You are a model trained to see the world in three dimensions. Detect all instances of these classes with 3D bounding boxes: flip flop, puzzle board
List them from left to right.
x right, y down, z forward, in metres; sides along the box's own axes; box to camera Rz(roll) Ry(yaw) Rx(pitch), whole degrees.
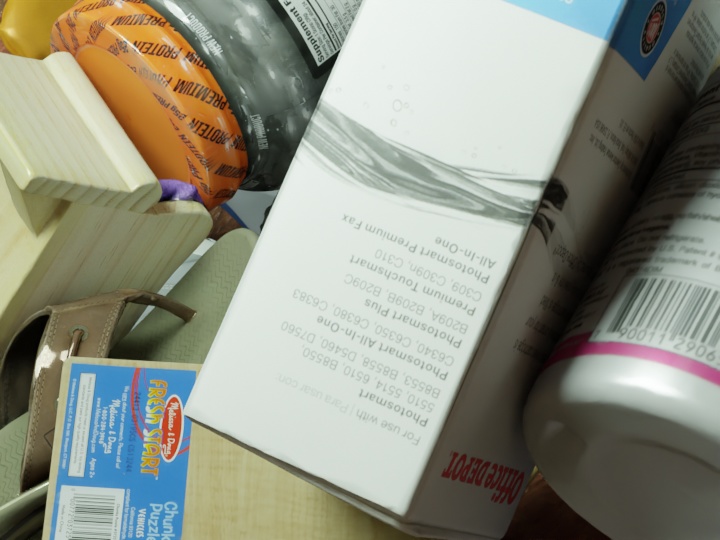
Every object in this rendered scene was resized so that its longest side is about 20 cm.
[{"bbox_3d":[-0.115,0.048,0.985,0.200,0.058,0.081,-34,28,-2],"label":"flip flop"},{"bbox_3d":[-0.034,0.118,0.899,0.151,0.017,0.200,3,53,-1],"label":"puzzle board"}]

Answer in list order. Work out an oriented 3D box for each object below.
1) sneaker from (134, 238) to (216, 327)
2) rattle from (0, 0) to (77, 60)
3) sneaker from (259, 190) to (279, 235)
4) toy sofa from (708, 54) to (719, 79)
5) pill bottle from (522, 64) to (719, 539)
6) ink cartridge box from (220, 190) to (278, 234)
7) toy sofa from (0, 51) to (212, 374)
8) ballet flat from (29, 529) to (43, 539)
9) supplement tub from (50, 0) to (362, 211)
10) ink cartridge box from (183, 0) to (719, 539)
[{"bbox_3d":[-0.119,0.074,1.161,0.200,0.075,0.116,-43,31,2],"label":"sneaker"},{"bbox_3d":[-0.140,-0.099,1.336,0.143,0.130,0.200,-36,19,-28],"label":"rattle"},{"bbox_3d":[0.036,-0.029,1.097,0.200,0.074,0.079,-30,35,25],"label":"sneaker"},{"bbox_3d":[0.128,-0.108,1.033,0.083,0.098,0.200,-19,36,35],"label":"toy sofa"},{"bbox_3d":[0.144,-0.004,0.865,0.113,0.113,0.200,-5,45,51],"label":"pill bottle"},{"bbox_3d":[0.015,-0.113,1.241,0.136,0.076,0.200,-20,33,38],"label":"ink cartridge box"},{"bbox_3d":[-0.154,0.014,1.042,0.200,0.098,0.083,-55,51,24],"label":"toy sofa"},{"bbox_3d":[-0.080,0.091,1.011,0.200,0.069,0.069,-21,34,31],"label":"ballet flat"},{"bbox_3d":[-0.019,-0.114,1.074,0.200,0.123,0.122,-38,23,-24],"label":"supplement tub"},{"bbox_3d":[0.036,-0.021,0.855,0.084,0.146,0.200,24,89,17],"label":"ink cartridge box"}]
